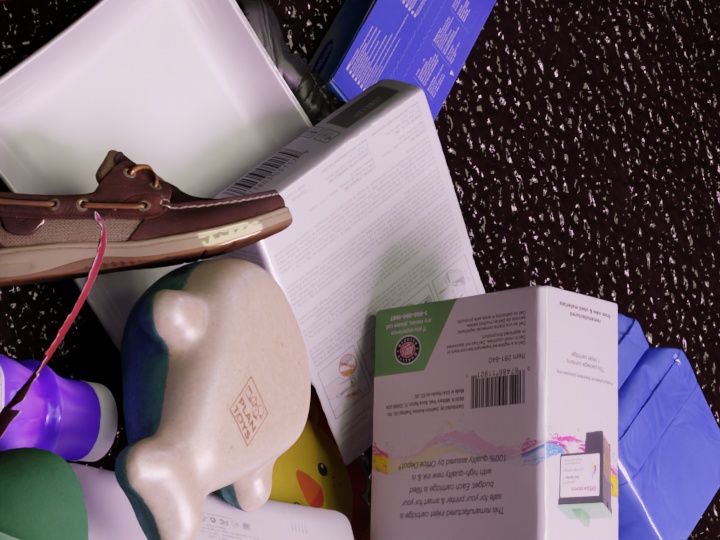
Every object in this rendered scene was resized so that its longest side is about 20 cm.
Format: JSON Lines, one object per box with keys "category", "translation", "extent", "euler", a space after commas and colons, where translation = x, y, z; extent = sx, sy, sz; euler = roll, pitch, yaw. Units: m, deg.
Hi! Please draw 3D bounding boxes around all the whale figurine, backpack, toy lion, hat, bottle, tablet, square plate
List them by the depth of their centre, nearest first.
{"category": "hat", "translation": [-0.190, 0.110, 1.124], "extent": [0.166, 0.199, 0.177], "euler": [48, 38, -40]}
{"category": "bottle", "translation": [-0.227, 0.078, 1.149], "extent": [0.199, 0.083, 0.066], "euler": [9, 73, -44]}
{"category": "tablet", "translation": [-0.083, 0.182, 1.215], "extent": [0.198, 0.014, 0.131], "euler": [13, 43, -27]}
{"category": "whale figurine", "translation": [-0.106, 0.082, 1.218], "extent": [0.160, 0.103, 0.201], "euler": [67, 30, -31]}
{"category": "square plate", "translation": [-0.130, -0.077, 1.296], "extent": [0.200, 0.028, 0.199], "euler": [-43, 114, -24]}
{"category": "toy lion", "translation": [-0.040, 0.175, 1.324], "extent": [0.192, 0.068, 0.201], "euler": [51, 35, -19]}
{"category": "backpack", "translation": [0.130, 0.127, 1.429], "extent": [0.162, 0.199, 0.169], "euler": [-34, 101, -53]}

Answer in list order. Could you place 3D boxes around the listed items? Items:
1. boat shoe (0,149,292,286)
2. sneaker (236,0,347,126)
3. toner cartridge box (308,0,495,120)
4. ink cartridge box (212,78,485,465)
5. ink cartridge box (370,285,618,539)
{"category": "boat shoe", "translation": [-0.141, -0.037, 1.221], "extent": [0.198, 0.072, 0.073], "euler": [-8, 87, -7]}
{"category": "sneaker", "translation": [-0.021, -0.095, 1.399], "extent": [0.103, 0.060, 0.202], "euler": [-15, 99, -19]}
{"category": "toner cartridge box", "translation": [0.029, -0.169, 1.503], "extent": [0.095, 0.043, 0.201], "euler": [48, 51, -26]}
{"category": "ink cartridge box", "translation": [0.000, 0.000, 1.357], "extent": [0.162, 0.057, 0.201], "euler": [-37, 127, -29]}
{"category": "ink cartridge box", "translation": [0.084, 0.121, 1.295], "extent": [0.084, 0.144, 0.202], "euler": [13, 73, -45]}
